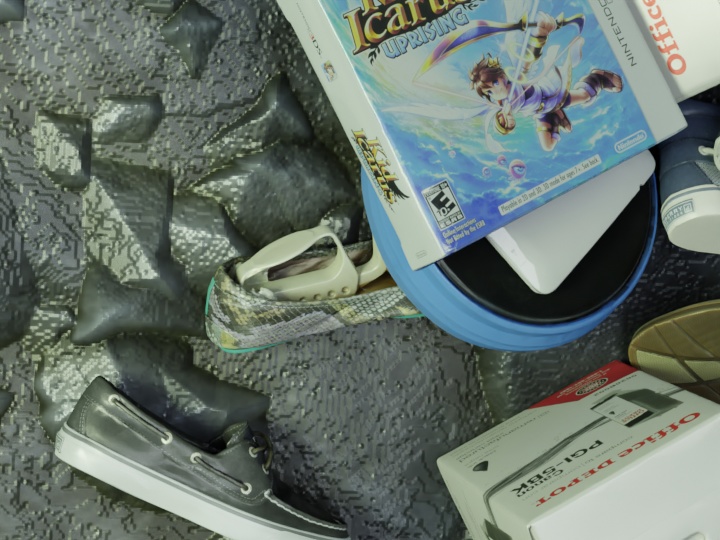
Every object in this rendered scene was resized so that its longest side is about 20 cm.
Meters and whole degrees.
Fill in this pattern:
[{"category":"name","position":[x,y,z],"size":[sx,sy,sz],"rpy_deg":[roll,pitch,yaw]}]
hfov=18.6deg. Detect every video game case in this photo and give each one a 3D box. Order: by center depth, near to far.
[{"category":"video game case","position":[0.075,-0.124,1.311],"size":[0.199,0.045,0.182],"rpy_deg":[-28,90,-29]}]

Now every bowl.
[{"category":"bowl","position":[0.098,-0.051,1.368],"size":[0.200,0.039,0.202],"rpy_deg":[6,75,-25]}]

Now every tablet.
[{"category":"tablet","position":[0.084,-0.097,1.342],"size":[0.200,0.014,0.130],"rpy_deg":[48,62,-10]}]

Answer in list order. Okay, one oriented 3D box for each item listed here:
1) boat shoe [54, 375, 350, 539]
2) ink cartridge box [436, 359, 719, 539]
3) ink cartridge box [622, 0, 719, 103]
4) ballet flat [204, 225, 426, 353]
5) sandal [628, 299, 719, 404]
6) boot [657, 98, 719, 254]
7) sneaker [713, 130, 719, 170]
[{"category":"boat shoe","position":[-0.089,0.122,1.369],"size":[0.199,0.070,0.067],"rpy_deg":[24,92,-8]},{"category":"ink cartridge box","position":[0.149,0.135,1.356],"size":[0.146,0.200,0.083],"rpy_deg":[-28,102,-10]},{"category":"ink cartridge box","position":[0.251,-0.210,1.340],"size":[0.199,0.084,0.146],"rpy_deg":[-24,93,30]},{"category":"ballet flat","position":[0.000,0.000,1.367],"size":[0.199,0.072,0.072],"rpy_deg":[-12,99,-11]},{"category":"sandal","position":[0.274,0.033,1.441],"size":[0.199,0.054,0.081],"rpy_deg":[-22,112,12]},{"category":"boot","position":[0.274,-0.052,1.433],"size":[0.199,0.073,0.091],"rpy_deg":[15,59,-36]},{"category":"sneaker","position":[0.318,-0.081,1.319],"size":[0.129,0.199,0.080],"rpy_deg":[34,44,-24]}]
